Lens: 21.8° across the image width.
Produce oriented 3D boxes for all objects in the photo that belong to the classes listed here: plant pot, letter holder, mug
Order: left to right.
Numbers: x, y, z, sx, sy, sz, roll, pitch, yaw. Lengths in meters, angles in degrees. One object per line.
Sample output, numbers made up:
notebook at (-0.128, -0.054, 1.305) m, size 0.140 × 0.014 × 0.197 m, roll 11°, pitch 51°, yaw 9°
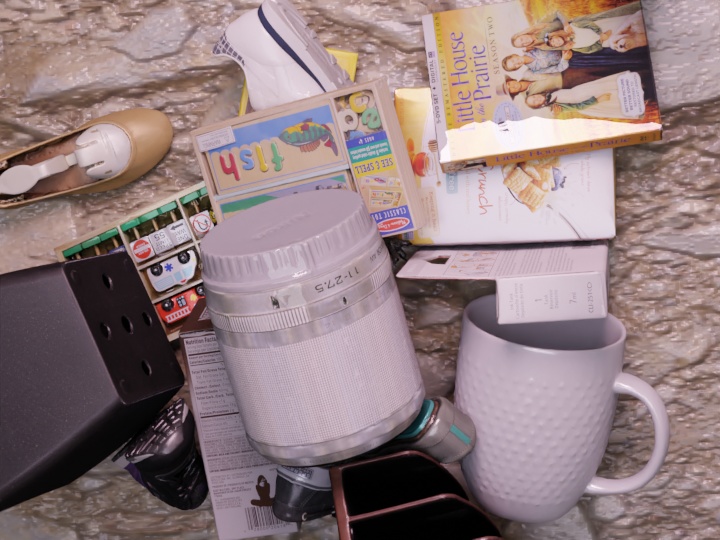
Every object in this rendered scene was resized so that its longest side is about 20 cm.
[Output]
plant pot at (-0.277, 0.085, 1.679) m, size 0.176 × 0.200 × 0.201 m, roll -26°, pitch 86°, yaw 19°
letter holder at (0.074, 0.229, 1.635) m, size 0.141 × 0.200 × 0.102 m, roll -15°, pitch 65°, yaw 12°
mug at (0.178, 0.132, 1.665) m, size 0.198 × 0.148 × 0.177 m, roll 12°, pitch 110°, yaw 18°

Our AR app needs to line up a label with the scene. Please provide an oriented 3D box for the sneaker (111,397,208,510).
sneaker at (-0.166, 0.175, 1.711) m, size 0.088 × 0.200 × 0.076 m, roll 46°, pitch 76°, yaw -4°

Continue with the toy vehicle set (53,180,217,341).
toy vehicle set at (-0.176, -0.004, 1.762) m, size 0.198 × 0.027 × 0.125 m, roll -24°, pitch 94°, yaw 11°

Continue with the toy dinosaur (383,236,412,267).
toy dinosaur at (0.000, 0.000, 1.683) m, size 0.087 × 0.047 × 0.202 m, roll 16°, pitch 126°, yaw 30°

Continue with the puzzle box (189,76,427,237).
puzzle box at (-0.048, -0.082, 1.640) m, size 0.198 × 0.025 × 0.134 m, roll -13°, pitch 100°, yaw 30°

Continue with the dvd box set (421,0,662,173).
dvd box set at (0.159, -0.172, 1.656) m, size 0.198 × 0.029 × 0.148 m, roll -8°, pitch 72°, yaw 6°

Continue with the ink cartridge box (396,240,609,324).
ink cartridge box at (0.129, 0.008, 1.632) m, size 0.174 × 0.200 × 0.045 m, roll -2°, pitch 98°, yaw 9°

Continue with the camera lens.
camera lens at (-0.040, 0.052, 1.567) m, size 0.158 × 0.160 × 0.202 m, roll -13°, pitch 109°, yaw 10°

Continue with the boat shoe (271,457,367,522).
boat shoe at (-0.027, 0.194, 1.684) m, size 0.068 × 0.200 × 0.057 m, roll 20°, pitch 93°, yaw 25°

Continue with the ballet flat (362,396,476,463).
ballet flat at (0.042, 0.148, 1.683) m, size 0.063 × 0.200 × 0.068 m, roll 34°, pitch 75°, yaw -19°

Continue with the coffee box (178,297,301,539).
coffee box at (-0.103, 0.130, 1.712) m, size 0.079 × 0.114 × 0.202 m, roll -8°, pitch 104°, yaw 7°

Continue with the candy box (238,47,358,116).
candy box at (-0.067, -0.109, 1.715) m, size 0.101 × 0.026 × 0.202 m, roll 9°, pitch 93°, yaw -6°

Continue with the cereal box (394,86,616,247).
cereal box at (0.131, -0.096, 1.689) m, size 0.197 × 0.040 × 0.146 m, roll -3°, pitch 87°, yaw 9°

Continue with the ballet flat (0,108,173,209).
ballet flat at (-0.270, -0.097, 1.744) m, size 0.198 × 0.063 × 0.069 m, roll -20°, pitch 95°, yaw 10°

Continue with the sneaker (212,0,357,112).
sneaker at (-0.046, -0.148, 1.674) m, size 0.080 × 0.076 × 0.201 m, roll -36°, pitch 95°, yaw 17°
